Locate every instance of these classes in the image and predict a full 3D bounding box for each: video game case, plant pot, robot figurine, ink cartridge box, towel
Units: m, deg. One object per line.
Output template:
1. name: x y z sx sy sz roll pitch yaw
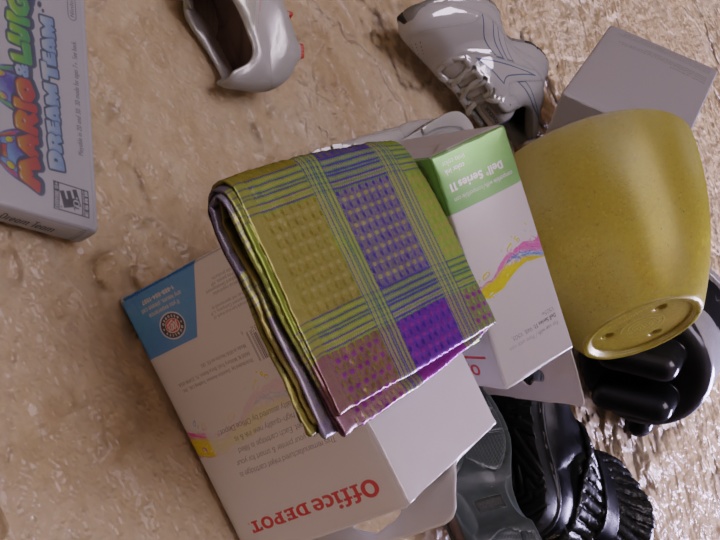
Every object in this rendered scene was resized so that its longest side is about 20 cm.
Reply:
1. video game case: -0.229 -0.128 0.711 0.182 0.024 0.201 18 56 -46
2. plant pot: 0.201 -0.013 1.031 0.200 0.200 0.142 16 48 -47
3. robot figurine: 0.271 0.063 1.166 0.125 0.150 0.200 47 35 2
4. ink cartridge box: 0.068 0.011 0.863 0.067 0.117 0.201 -27 104 -31
5. towel: 0.000 0.000 0.711 0.200 0.023 0.144 -25 89 -56
6. ink cartridge box: -0.023 0.068 0.770 0.125 0.128 0.200 -30 94 -56

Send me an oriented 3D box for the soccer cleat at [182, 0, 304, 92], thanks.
1. soccer cleat: -0.101 -0.222 0.903 0.077 0.069 0.201 -21 89 -52

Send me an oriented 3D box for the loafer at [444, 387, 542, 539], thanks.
1. loafer: 0.077 0.163 0.913 0.072 0.063 0.200 -1 53 -25

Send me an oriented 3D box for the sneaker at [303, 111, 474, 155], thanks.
1. sneaker: -0.004 -0.063 0.933 0.200 0.080 0.077 -19 105 -36

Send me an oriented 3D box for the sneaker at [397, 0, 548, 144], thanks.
1. sneaker: 0.108 -0.179 1.135 0.200 0.074 0.087 22 58 -44

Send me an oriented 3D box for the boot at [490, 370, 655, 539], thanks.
1. boot: 0.156 0.128 1.012 0.158 0.079 0.212 20 59 -42

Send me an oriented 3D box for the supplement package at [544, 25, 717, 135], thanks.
1. supplement package: 0.248 -0.131 1.217 0.119 0.122 0.200 26 35 9
